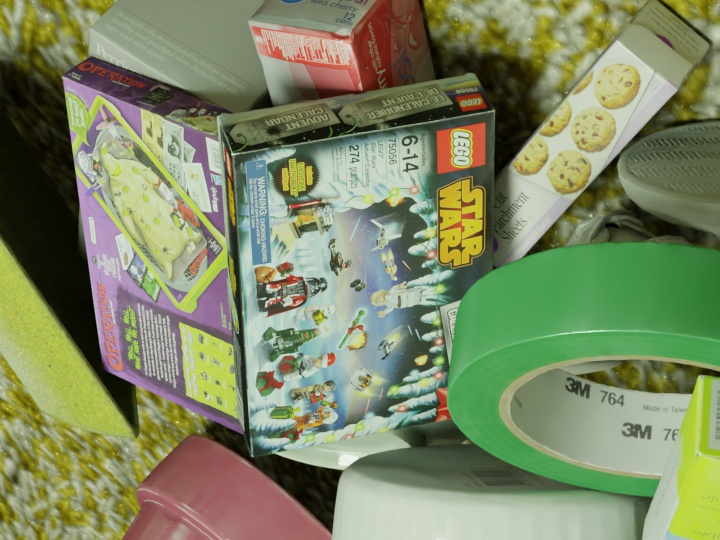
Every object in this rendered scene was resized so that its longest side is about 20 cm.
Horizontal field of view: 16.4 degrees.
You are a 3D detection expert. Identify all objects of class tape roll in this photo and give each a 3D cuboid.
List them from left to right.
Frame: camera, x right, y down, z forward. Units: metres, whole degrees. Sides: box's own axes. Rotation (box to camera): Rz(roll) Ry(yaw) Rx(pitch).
[{"bbox_3d":[0.143,0.052,1.211,0.199,0.048,0.201,7,154,3],"label":"tape roll"}]

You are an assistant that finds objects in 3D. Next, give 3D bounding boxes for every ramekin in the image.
[{"bbox_3d":[0.076,0.155,1.362,0.200,0.200,0.098,6,97,37],"label":"ramekin"}]

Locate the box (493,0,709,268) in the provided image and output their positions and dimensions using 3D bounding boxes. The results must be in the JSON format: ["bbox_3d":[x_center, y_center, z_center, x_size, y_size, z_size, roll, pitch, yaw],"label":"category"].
[{"bbox_3d":[0.110,-0.065,1.276,0.041,0.039,0.200,41,145,0],"label":"box"}]

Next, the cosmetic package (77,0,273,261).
[{"bbox_3d":[-0.093,-0.070,1.408,0.107,0.090,0.200,30,147,16],"label":"cosmetic package"}]

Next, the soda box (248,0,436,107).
[{"bbox_3d":[0.004,-0.071,1.334,0.063,0.070,0.201,13,138,28],"label":"soda box"}]

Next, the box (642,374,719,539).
[{"bbox_3d":[0.207,0.118,1.216,0.121,0.048,0.200,7,153,1],"label":"box"}]

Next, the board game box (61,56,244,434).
[{"bbox_3d":[-0.100,-0.010,1.359,0.120,0.032,0.201,19,132,27],"label":"board game box"}]

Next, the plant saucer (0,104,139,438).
[{"bbox_3d":[-0.206,-0.009,1.493,0.048,0.200,0.200,-29,116,6],"label":"plant saucer"}]

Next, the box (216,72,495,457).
[{"bbox_3d":[0.000,0.000,1.303,0.040,0.136,0.201,-114,17,-50],"label":"box"}]

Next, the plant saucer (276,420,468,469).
[{"bbox_3d":[-0.013,0.077,1.455,0.199,0.050,0.200,9,160,3],"label":"plant saucer"}]

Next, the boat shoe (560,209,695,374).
[{"bbox_3d":[0.128,0.005,1.288,0.072,0.069,0.200,-7,168,-9],"label":"boat shoe"}]

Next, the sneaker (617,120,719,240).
[{"bbox_3d":[0.222,-0.006,1.214,0.199,0.074,0.116,10,134,33],"label":"sneaker"}]

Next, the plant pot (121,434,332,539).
[{"bbox_3d":[-0.100,0.238,1.625,0.200,0.179,0.200,39,164,14],"label":"plant pot"}]
